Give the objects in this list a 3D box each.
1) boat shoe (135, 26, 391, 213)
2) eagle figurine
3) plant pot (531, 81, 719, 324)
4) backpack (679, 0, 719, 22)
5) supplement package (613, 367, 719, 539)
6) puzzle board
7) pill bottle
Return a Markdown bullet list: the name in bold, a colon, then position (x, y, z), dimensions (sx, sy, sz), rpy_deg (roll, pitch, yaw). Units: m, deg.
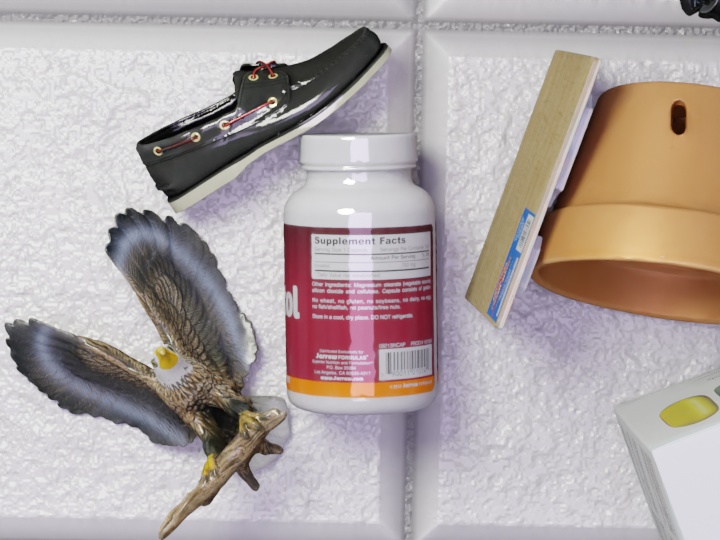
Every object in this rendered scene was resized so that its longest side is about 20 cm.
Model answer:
- **boat shoe**: position (-0.071, -0.121, 1.754), dimensions (0.201, 0.074, 0.063), rpy_deg (-32, 103, 7)
- **eagle figurine**: position (-0.142, 0.071, 1.763), dimensions (0.152, 0.151, 0.200), rpy_deg (-26, 59, -37)
- **plant pot**: position (0.228, -0.050, 1.717), dimensions (0.200, 0.200, 0.140), rpy_deg (8, 79, -1)
- **backpack**: position (0.296, -0.305, 1.681), dimensions (0.183, 0.147, 0.200), rpy_deg (-12, 132, 0)
- **supplement package**: position (0.288, 0.155, 1.722), dimensions (0.152, 0.200, 0.151), rpy_deg (-21, 96, 1)
- **puzzle board**: position (0.126, -0.060, 1.724), dimensions (0.017, 0.151, 0.200), rpy_deg (19, 95, -8)
- **pill bottle**: position (0.000, 0.000, 1.748), dimensions (0.113, 0.113, 0.200), rpy_deg (-1, 95, -1)
